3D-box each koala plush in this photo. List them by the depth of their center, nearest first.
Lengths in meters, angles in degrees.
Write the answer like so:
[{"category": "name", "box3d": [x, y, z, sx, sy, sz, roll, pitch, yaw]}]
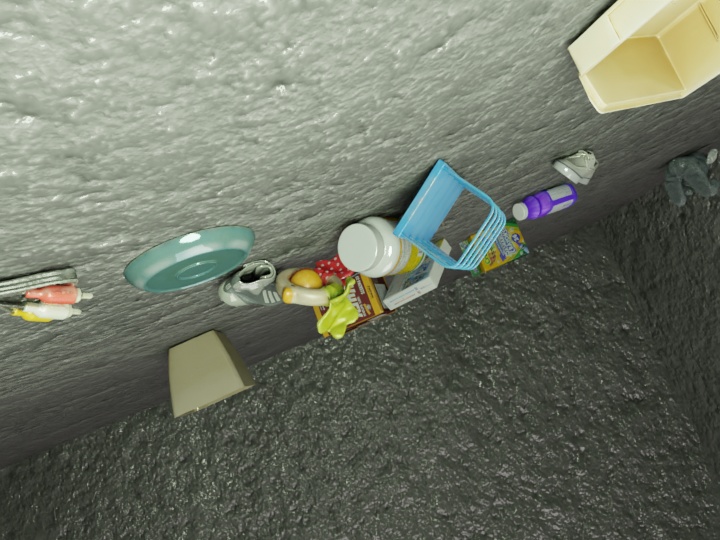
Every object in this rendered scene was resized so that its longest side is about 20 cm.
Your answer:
[{"category": "koala plush", "box3d": [1.280, -0.389, 2.057, 0.199, 0.185, 0.176, -41, -170, -28]}]

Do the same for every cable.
[{"category": "cable", "box3d": [-0.400, 0.035, 0.599, 0.096, 0.051, 0.199, -28, 171, 25]}]

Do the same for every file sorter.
[{"category": "file sorter", "box3d": [0.166, -0.082, 0.930, 0.140, 0.122, 0.199, -56, 163, 12]}]

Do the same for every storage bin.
[{"category": "storage bin", "box3d": [0.365, -0.275, 0.575, 0.195, 0.096, 0.200, -18, 170, -29]}]

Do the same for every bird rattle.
[{"category": "bird rattle", "box3d": [-0.077, 0.022, 0.994, 0.159, 0.201, 0.115, 6, 119, -16]}]

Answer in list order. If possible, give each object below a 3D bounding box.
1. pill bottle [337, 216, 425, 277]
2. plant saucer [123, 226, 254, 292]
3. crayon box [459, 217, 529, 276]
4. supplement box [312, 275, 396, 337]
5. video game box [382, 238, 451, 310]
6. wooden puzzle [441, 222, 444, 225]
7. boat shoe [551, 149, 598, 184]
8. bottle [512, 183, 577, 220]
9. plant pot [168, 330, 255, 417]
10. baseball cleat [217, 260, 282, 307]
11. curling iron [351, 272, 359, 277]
[{"category": "pill bottle", "box3d": [0.043, -0.046, 1.025, 0.111, 0.115, 0.199, -27, 170, 28]}, {"category": "plant saucer", "box3d": [-0.247, -0.010, 0.797, 0.196, 0.028, 0.200, -23, 171, -4]}, {"category": "crayon box", "box3d": [0.444, -0.076, 1.779, 0.196, 0.128, 0.052, -22, 171, -5]}, {"category": "supplement box", "box3d": [-0.019, 0.100, 1.628, 0.194, 0.135, 0.200, -24, 171, 13]}, {"category": "video game box", "box3d": [0.169, 0.010, 1.575, 0.181, 0.047, 0.201, -33, -162, 39]}, {"category": "wooden puzzle", "box3d": [0.097, -0.072, 1.219, 0.197, 0.047, 0.185, -25, 171, 11]}, {"category": "boat shoe", "box3d": [0.495, -0.241, 1.210, 0.198, 0.071, 0.071, -5, 134, -51]}, {"category": "bottle", "box3d": [0.518, -0.190, 1.511, 0.196, 0.067, 0.084, -19, 170, -23]}, {"category": "plant pot", "box3d": [-0.429, 0.279, 1.499, 0.196, 0.180, 0.200, -22, 171, -5]}, {"category": "baseball cleat", "box3d": [-0.180, 0.025, 1.029, 0.106, 0.071, 0.199, -35, 170, 27]}, {"category": "curling iron", "box3d": [0.000, 0.000, 1.433, 0.196, 0.026, 0.050, -23, -151, 19]}]
